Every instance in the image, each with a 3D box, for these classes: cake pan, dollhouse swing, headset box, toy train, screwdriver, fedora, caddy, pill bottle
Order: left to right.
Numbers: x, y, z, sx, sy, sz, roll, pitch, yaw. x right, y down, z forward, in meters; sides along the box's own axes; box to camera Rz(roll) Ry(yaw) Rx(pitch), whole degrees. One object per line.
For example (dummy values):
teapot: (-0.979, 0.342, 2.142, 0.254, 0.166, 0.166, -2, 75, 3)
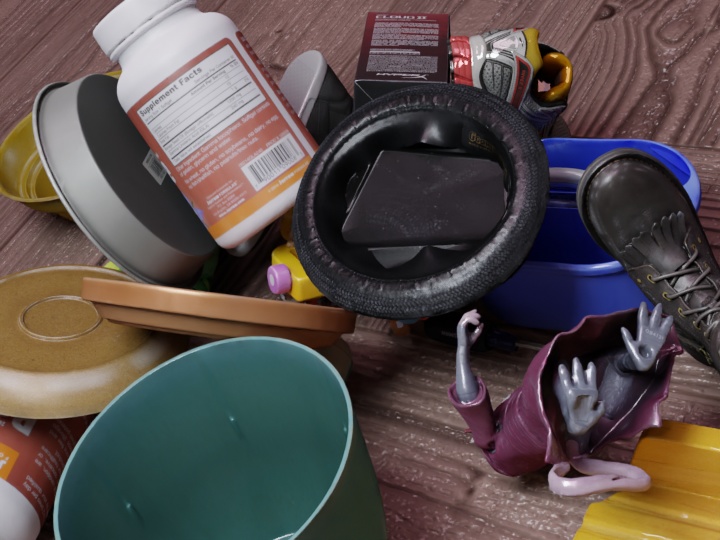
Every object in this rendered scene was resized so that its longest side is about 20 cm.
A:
pill bottle: (-0.285, 0.152, 1.043, 0.111, 0.113, 0.201, -5, 43, 23)
cake pan: (-0.182, -0.077, 1.094, 0.037, 0.200, 0.202, -32, 35, 19)
pill bottle: (-0.121, -0.129, 1.073, 0.112, 0.201, 0.112, -34, 6, 4)
toy train: (0.000, 0.000, 1.104, 0.148, 0.056, 0.201, 0, 27, -1)
headset box: (0.035, -0.118, 1.109, 0.076, 0.151, 0.201, 2, 28, 2)
fedora: (0.052, -0.036, 0.966, 0.198, 0.092, 0.203, -14, 59, 24)
screwdriver: (0.128, 0.060, 0.994, 0.198, 0.028, 0.029, 17, 85, 40)
caddy: (0.162, -0.037, 1.019, 0.198, 0.106, 0.142, 4, 48, 31)
dollhouse swing: (0.171, 0.152, 0.747, 0.180, 0.177, 0.201, 8, 50, 34)

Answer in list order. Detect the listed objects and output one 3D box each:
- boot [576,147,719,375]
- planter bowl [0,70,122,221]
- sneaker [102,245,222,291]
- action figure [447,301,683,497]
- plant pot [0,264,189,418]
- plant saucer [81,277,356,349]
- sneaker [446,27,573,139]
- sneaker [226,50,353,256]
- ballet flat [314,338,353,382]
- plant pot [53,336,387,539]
boot: (0.224, 0.024, 0.849, 0.069, 0.200, 0.175, -37, 27, 8)
planter bowl: (-0.259, -0.107, 1.345, 0.198, 0.084, 0.202, -16, 40, 13)
sneaker: (-0.156, -0.002, 1.198, 0.083, 0.074, 0.200, 36, 59, 16)
action figure: (0.129, 0.097, 0.867, 0.132, 0.200, 0.151, 5, 64, -21)
plant pot: (-0.232, 0.045, 1.047, 0.197, 0.028, 0.201, 3, 30, -2)
plant saucer: (-0.102, 0.032, 0.970, 0.198, 0.199, 0.033, 5, 87, 32)
sneaker: (0.138, -0.132, 1.084, 0.081, 0.200, 0.079, -11, 72, 21)
sneaker: (-0.050, -0.087, 1.211, 0.070, 0.099, 0.202, 2, 63, 48)
ballet flat: (-0.101, 0.097, 1.051, 0.197, 0.070, 0.070, -14, 40, 13)
plant pot: (-0.072, 0.172, 0.865, 0.198, 0.162, 0.202, -15, 39, 12)
